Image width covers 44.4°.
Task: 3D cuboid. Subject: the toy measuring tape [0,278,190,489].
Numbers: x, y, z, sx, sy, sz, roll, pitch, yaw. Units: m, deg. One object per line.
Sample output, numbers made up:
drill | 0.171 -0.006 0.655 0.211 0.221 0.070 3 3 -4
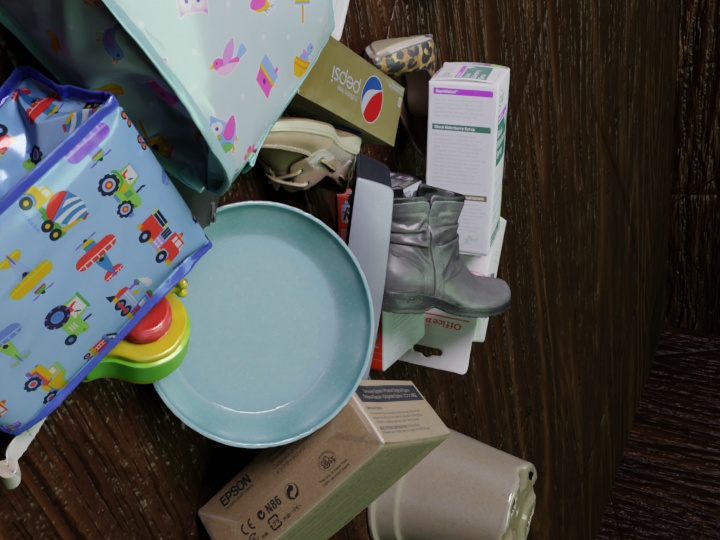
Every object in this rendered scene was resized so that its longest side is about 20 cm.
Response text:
toy measuring tape | -0.174 0.075 0.630 0.201 0.073 0.074 -64 149 -35

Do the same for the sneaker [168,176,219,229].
sneaker | -0.122 -0.125 0.695 0.107 0.074 0.201 96 15 -50

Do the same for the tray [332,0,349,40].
tray | -0.056 -0.274 0.805 0.200 0.022 0.109 22 80 -63

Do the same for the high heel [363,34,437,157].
high heel | 0.055 -0.188 0.990 0.200 0.071 0.144 -39 127 -64

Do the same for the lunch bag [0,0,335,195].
lunch bag | -0.116 -0.171 0.568 0.200 0.121 0.171 47 54 -28

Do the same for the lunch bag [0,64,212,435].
lunch bag | -0.207 0.004 0.549 0.201 0.093 0.151 -57 149 -22

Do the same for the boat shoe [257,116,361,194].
boat shoe | -0.056 -0.104 0.812 0.200 0.071 0.066 -2 101 -68

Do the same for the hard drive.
hard drive | 0.000 0.000 0.838 0.135 0.042 0.202 -90 -173 -73

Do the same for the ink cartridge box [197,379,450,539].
ink cartridge box | -0.031 0.193 0.844 0.200 0.075 0.164 -44 158 14

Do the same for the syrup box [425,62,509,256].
syrup box | 0.120 -0.127 1.002 0.079 0.080 0.202 -57 151 -59

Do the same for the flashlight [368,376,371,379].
flashlight | 0.006 0.169 1.027 0.200 0.067 0.068 56 49 -53

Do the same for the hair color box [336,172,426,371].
hair color box | 0.026 -0.001 1.014 0.111 0.063 0.202 -32 128 -54

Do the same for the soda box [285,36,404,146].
soda box | -0.031 -0.174 0.837 0.200 0.067 0.065 12 90 -63

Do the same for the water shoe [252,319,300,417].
water shoe | -0.079 0.045 0.806 0.071 0.078 0.202 36 67 -61

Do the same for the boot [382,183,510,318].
boot | 0.098 -0.021 0.953 0.198 0.070 0.133 2 104 -38

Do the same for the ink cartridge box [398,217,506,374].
ink cartridge box | 0.107 0.022 1.118 0.067 0.116 0.202 15 86 -70

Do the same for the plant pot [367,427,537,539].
plant pot | 0.134 0.304 1.198 0.200 0.182 0.203 -30 124 -56

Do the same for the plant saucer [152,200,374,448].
plant saucer | -0.086 0.044 0.737 0.198 0.036 0.203 2 86 -20
